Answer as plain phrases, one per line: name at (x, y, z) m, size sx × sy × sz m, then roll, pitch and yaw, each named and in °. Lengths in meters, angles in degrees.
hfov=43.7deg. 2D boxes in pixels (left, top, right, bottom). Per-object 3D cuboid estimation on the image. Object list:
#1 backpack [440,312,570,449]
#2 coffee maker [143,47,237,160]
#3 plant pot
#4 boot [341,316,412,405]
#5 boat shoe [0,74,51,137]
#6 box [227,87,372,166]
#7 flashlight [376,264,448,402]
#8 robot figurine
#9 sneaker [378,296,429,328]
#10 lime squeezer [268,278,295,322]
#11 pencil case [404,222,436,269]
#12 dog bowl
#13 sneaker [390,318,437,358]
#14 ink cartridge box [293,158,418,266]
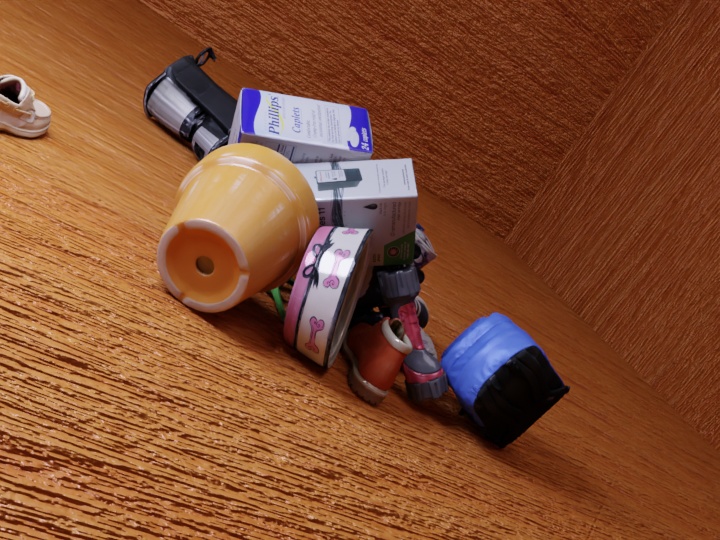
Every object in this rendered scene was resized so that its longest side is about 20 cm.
backpack at (0.208, 0.164, 1.431) m, size 0.168 × 0.163 × 0.200 m, roll 42°, pitch -4°, yaw 37°
coffee maker at (-0.300, -0.324, 1.785) m, size 0.199 × 0.193 × 0.135 m, roll 40°, pitch -3°, yaw 10°
plant pot at (-0.173, -0.042, 1.174) m, size 0.199 × 0.201 × 0.184 m, roll 36°, pitch 28°, yaw -3°
boot at (0.029, 0.109, 1.331) m, size 0.074 × 0.108 × 0.200 m, roll 29°, pitch 12°, yaw -16°
boat shoe at (-0.482, -0.233, 1.235) m, size 0.073 × 0.070 × 0.200 m, roll 38°, pitch 13°, yaw 7°
box at (-0.102, -0.162, 1.363) m, size 0.197 × 0.185 × 0.106 m, roll 7°, pitch 49°, yaw -16°
flashlight at (0.083, 0.094, 1.360) m, size 0.067 × 0.203 × 0.068 m, roll -15°, pitch 10°, yaw -17°
robot figurine at (0.000, 0.001, 1.441) m, size 0.152 × 0.197 × 0.126 m, roll -84°, pitch 159°, yaw -45°
sneaker at (0.073, 0.079, 1.649) m, size 0.200 × 0.074 × 0.086 m, roll 48°, pitch 33°, yaw -51°
lime squeezer at (-0.126, 0.027, 1.391) m, size 0.200 × 0.037 × 0.071 m, roll -73°, pitch 140°, yaw -78°
pencil case at (0.031, -0.004, 1.539) m, size 0.090 × 0.199 × 0.078 m, roll 56°, pitch 14°, yaw 12°
dog bowl at (-0.045, 0.029, 1.238) m, size 0.073 × 0.203 × 0.200 m, roll 17°, pitch 11°, yaw 5°
sneaker at (0.085, 0.122, 1.485) m, size 0.099 × 0.075 × 0.200 m, roll 41°, pitch 9°, yaw 12°
ink cartridge box at (-0.020, -0.081, 1.320) m, size 0.197 × 0.148 × 0.084 m, roll -3°, pitch 48°, yaw -3°
